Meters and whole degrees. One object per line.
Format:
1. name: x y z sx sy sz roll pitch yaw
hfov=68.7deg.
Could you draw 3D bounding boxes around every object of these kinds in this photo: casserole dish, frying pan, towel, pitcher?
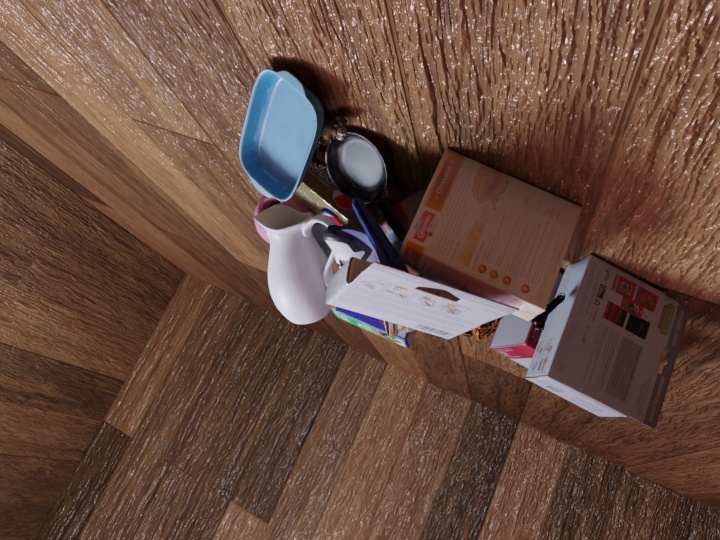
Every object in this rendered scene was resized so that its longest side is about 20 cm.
1. casserole dish: -0.113 -0.196 0.766 0.121 0.039 0.201 41 135 12
2. frying pan: 0.025 -0.136 0.803 0.189 0.031 0.116 38 138 10
3. towel: 0.050 -0.012 0.805 0.200 0.024 0.146 49 -168 -56
4. pitcher: -0.093 -0.007 0.929 0.170 0.121 0.203 9 121 37

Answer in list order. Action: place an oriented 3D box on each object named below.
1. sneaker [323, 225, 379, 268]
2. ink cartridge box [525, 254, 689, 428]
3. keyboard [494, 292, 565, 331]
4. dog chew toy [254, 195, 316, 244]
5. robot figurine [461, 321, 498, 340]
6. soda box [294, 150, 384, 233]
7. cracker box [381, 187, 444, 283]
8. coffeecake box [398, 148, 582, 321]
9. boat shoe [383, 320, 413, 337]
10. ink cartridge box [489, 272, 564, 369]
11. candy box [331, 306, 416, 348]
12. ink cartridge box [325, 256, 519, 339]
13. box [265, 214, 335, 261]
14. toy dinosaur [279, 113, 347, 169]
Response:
1. sneaker: 0.000 0.000 0.853 0.073 0.081 0.200 14 158 40
2. ink cartridge box: 0.376 0.111 0.802 0.174 0.202 0.084 27 166 1
3. keyboard: 0.243 0.025 0.786 0.127 0.199 0.021 39 133 24
4. dog chew toy: -0.146 -0.099 1.167 0.123 0.126 0.200 18 171 28
5. robot figurine: 0.232 0.064 1.028 0.201 0.144 0.059 55 -174 -43
6. soda box: -0.051 -0.131 0.883 0.199 0.068 0.064 39 159 8
7. cracker box: 0.106 -0.026 0.908 0.202 0.057 0.134 60 160 -4
8. coffeecake box: 0.171 -0.049 0.713 0.198 0.155 0.073 25 165 6
9. boat shoe: 0.052 0.048 0.998 0.071 0.064 0.202 -118 6 -59
10. ink cartridge box: 0.367 0.116 0.944 0.198 0.147 0.145 28 165 -5
11. candy box: 0.055 0.064 1.249 0.197 0.171 0.077 20 161 21
12. ink cartridge box: 0.073 0.028 0.676 0.197 0.044 0.173 17 155 -16
13. box: -0.084 -0.061 1.002 0.198 0.049 0.083 -4 123 38
14. toy dinosaur: -0.087 -0.205 0.805 0.198 0.047 0.090 21 120 33
